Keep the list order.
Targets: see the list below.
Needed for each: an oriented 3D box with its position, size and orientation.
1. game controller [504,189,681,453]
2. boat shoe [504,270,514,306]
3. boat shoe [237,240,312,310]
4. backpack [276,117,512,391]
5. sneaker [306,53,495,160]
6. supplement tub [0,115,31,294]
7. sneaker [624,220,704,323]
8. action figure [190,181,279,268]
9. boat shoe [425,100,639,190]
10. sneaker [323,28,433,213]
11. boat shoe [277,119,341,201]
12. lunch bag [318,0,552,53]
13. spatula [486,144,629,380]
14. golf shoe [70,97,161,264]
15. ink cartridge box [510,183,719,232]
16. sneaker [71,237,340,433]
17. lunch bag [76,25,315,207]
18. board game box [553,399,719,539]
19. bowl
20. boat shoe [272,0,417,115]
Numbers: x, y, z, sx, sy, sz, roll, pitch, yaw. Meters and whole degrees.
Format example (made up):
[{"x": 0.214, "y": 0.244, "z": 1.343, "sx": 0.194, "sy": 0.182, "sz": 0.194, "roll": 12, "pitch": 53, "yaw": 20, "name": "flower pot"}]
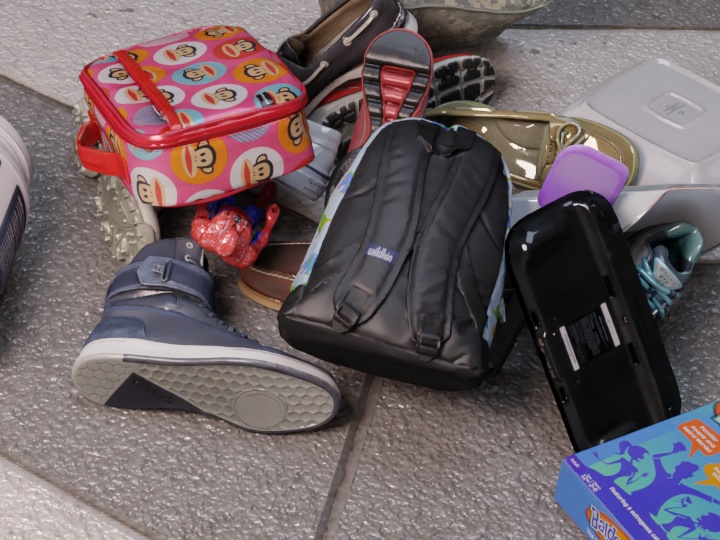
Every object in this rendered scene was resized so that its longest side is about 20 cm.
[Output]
[{"x": 0.174, "y": 0.044, "z": 1.427, "sx": 0.104, "sy": 0.202, "sz": 0.042, "roll": -24, "pitch": 9, "yaw": -22, "name": "game controller"}, {"x": 0.087, "y": -0.042, "z": 1.603, "sx": 0.071, "sy": 0.068, "sz": 0.201, "roll": -6, "pitch": 42, "yaw": -18, "name": "boat shoe"}, {"x": 0.000, "y": 0.000, "z": 1.535, "sx": 0.198, "sy": 0.071, "sz": 0.071, "roll": 8, "pitch": 39, "yaw": 4, "name": "boat shoe"}, {"x": 0.038, "y": -0.017, "z": 1.431, "sx": 0.161, "sy": 0.154, "sz": 0.202, "roll": 14, "pitch": 73, "yaw": 2, "name": "backpack"}, {"x": 0.031, "y": -0.166, "z": 1.743, "sx": 0.198, "sy": 0.078, "sz": 0.085, "roll": -15, "pitch": 38, "yaw": -26, "name": "sneaker"}, {"x": -0.332, "y": -0.027, "z": 1.461, "sx": 0.139, "sy": 0.141, "sz": 0.201, "roll": 7, "pitch": 38, "yaw": 1, "name": "supplement tub"}, {"x": 0.209, "y": 0.017, "z": 1.509, "sx": 0.078, "sy": 0.086, "sz": 0.200, "roll": 50, "pitch": 44, "yaw": -10, "name": "sneaker"}, {"x": -0.100, "y": -0.046, "z": 1.531, "sx": 0.065, "sy": 0.052, "sz": 0.200, "roll": 33, "pitch": 16, "yaw": -9, "name": "action figure"}, {"x": 0.144, "y": -0.107, "z": 1.663, "sx": 0.199, "sy": 0.074, "sz": 0.063, "roll": 20, "pitch": 13, "yaw": 27, "name": "boat shoe"}, {"x": 0.024, "y": -0.098, "z": 1.617, "sx": 0.073, "sy": 0.087, "sz": 0.202, "roll": 15, "pitch": 83, "yaw": 9, "name": "sneaker"}, {"x": -0.090, "y": -0.124, "z": 1.649, "sx": 0.199, "sy": 0.067, "sz": 0.073, "roll": 30, "pitch": -1, "yaw": 33, "name": "boat shoe"}, {"x": 0.075, "y": -0.266, "z": 1.788, "sx": 0.198, "sy": 0.164, "sz": 0.119, "roll": 1, "pitch": 80, "yaw": -21, "name": "lunch bag"}, {"x": 0.138, "y": -0.003, "z": 1.474, "sx": 0.056, "sy": 0.201, "sz": 0.021, "roll": 28, "pitch": 11, "yaw": 4, "name": "spatula"}, {"x": -0.181, "y": -0.082, "z": 1.608, "sx": 0.096, "sy": 0.079, "sz": 0.201, "roll": -2, "pitch": 40, "yaw": -20, "name": "golf shoe"}, {"x": 0.220, "y": -0.044, "z": 1.547, "sx": 0.198, "sy": 0.048, "sz": 0.160, "roll": -1, "pitch": 4, "yaw": 12, "name": "ink cartridge box"}, {"x": -0.104, "y": 0.045, "z": 1.457, "sx": 0.200, "sy": 0.077, "sz": 0.147, "roll": 10, "pitch": 40, "yaw": 4, "name": "sneaker"}, {"x": -0.143, "y": -0.121, "z": 1.518, "sx": 0.175, "sy": 0.083, "sz": 0.200, "roll": -17, "pitch": 30, "yaw": -16, "name": "lunch bag"}, {"x": 0.264, "y": 0.169, "z": 1.383, "sx": 0.198, "sy": 0.045, "sz": 0.152, "roll": -17, "pitch": 44, "yaw": -28, "name": "board game box"}, {"x": 0.277, "y": -0.116, "z": 1.717, "sx": 0.199, "sy": 0.075, "sz": 0.199, "roll": 34, "pitch": 44, "yaw": 28, "name": "bowl"}, {"x": -0.045, "y": -0.183, "z": 1.678, "sx": 0.199, "sy": 0.060, "sz": 0.074, "roll": -27, "pitch": 44, "yaw": 25, "name": "boat shoe"}]
